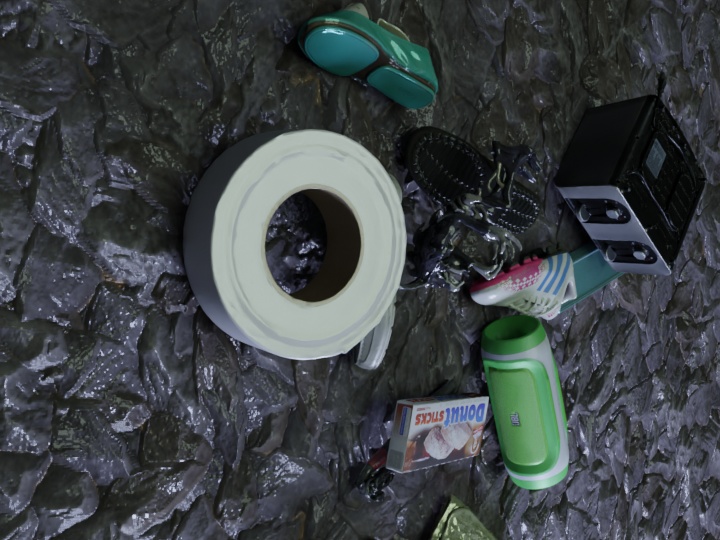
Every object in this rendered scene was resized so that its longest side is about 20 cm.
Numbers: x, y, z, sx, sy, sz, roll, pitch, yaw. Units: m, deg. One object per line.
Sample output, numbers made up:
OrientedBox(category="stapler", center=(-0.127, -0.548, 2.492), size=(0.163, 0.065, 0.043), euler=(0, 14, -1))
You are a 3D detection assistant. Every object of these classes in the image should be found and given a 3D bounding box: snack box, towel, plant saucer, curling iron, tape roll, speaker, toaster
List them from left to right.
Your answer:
OrientedBox(category="tape roll", center=(-0.057, -0.024, 0.924), size=(0.199, 0.070, 0.207), euler=(-3, 96, -31))
OrientedBox(category="curling iron", center=(0.053, 0.182, 1.138), size=(0.200, 0.025, 0.050), euler=(-46, 146, -41))
OrientedBox(category="snack box", center=(0.089, 0.178, 1.144), size=(0.199, 0.024, 0.074), euler=(7, 93, -60))
OrientedBox(category="towel", center=(0.127, 0.376, 1.224), size=(0.200, 0.036, 0.150), euler=(49, 59, -38))
OrientedBox(category="speaker", center=(0.203, 0.162, 1.255), size=(0.088, 0.087, 0.204), euler=(-31, 115, -42))
OrientedBox(category="plant saucer", center=(0.315, 0.002, 1.418), size=(0.198, 0.019, 0.071), euler=(-24, 111, -45))
OrientedBox(category="toaster", center=(0.369, -0.122, 1.382), size=(0.181, 0.117, 0.202), euler=(47, 59, -32))

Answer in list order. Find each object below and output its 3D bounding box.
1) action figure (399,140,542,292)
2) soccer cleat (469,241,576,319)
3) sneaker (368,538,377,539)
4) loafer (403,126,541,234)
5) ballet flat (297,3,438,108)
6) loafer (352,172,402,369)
OrientedBox(category="action figure", center=(0.119, -0.039, 1.075), size=(0.102, 0.119, 0.201), euler=(38, 81, -2))
OrientedBox(category="soccer cleat", center=(0.210, 0.025, 1.256), size=(0.198, 0.069, 0.088), euler=(-19, 91, -47))
OrientedBox(category="sneaker", center=(0.024, 0.394, 1.071), size=(0.067, 0.089, 0.204), euler=(25, 75, -45))
OrientedBox(category="loafer", center=(0.117, -0.103, 1.163), size=(0.198, 0.071, 0.073), euler=(31, 102, -33))
OrientedBox(category="ballet flat", center=(0.005, -0.227, 1.032), size=(0.198, 0.067, 0.072), euler=(18, 55, -47))
OrientedBox(category="loafer", center=(0.000, 0.000, 1.041), size=(0.068, 0.070, 0.205), euler=(0, 98, -14))
